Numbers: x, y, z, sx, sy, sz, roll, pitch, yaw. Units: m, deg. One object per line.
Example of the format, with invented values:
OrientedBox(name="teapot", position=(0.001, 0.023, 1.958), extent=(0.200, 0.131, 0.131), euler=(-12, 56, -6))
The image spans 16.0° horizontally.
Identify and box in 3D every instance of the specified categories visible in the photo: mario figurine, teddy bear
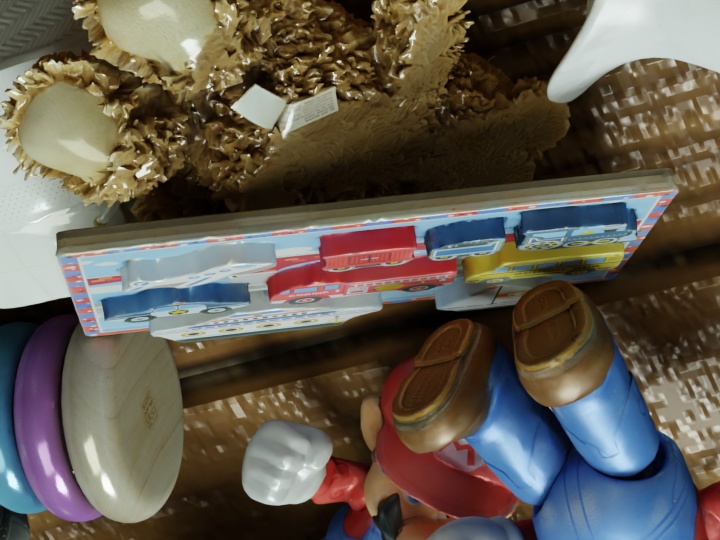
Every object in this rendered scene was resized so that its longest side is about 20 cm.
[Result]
OrientedBox(name="mario figurine", position=(0.100, 0.104, 0.896), extent=(0.200, 0.106, 0.123), euler=(48, 160, -25))
OrientedBox(name="teddy bear", position=(-0.026, -0.062, 0.848), extent=(0.200, 0.067, 0.145), euler=(-6, 135, -30))
OrientedBox(name="mario figurine", position=(0.013, 0.114, 1.005), extent=(0.123, 0.106, 0.200), euler=(-12, 148, -28))

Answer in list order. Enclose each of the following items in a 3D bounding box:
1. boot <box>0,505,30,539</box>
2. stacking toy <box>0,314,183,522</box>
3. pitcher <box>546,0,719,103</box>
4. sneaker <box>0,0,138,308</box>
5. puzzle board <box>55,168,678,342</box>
OrientedBox(name="boot", position=(-0.164, 0.161, 1.111), extent=(0.131, 0.068, 0.200), euler=(30, 136, -24))
OrientedBox(name="stacking toy", position=(-0.175, 0.063, 1.011), extent=(0.200, 0.085, 0.085), euler=(-6, 130, 18))
OrientedBox(name="pitcher", position=(0.164, -0.111, 0.786), extent=(0.200, 0.121, 0.172), euler=(10, 136, 13))
OrientedBox(name="sneaker", position=(-0.093, -0.060, 0.906), extent=(0.200, 0.074, 0.116), euler=(-30, 137, 22))
OrientedBox(name="puzzle board", position=(0.000, 0.000, 0.887), extent=(0.200, 0.017, 0.151), euler=(-6, 168, -3))
